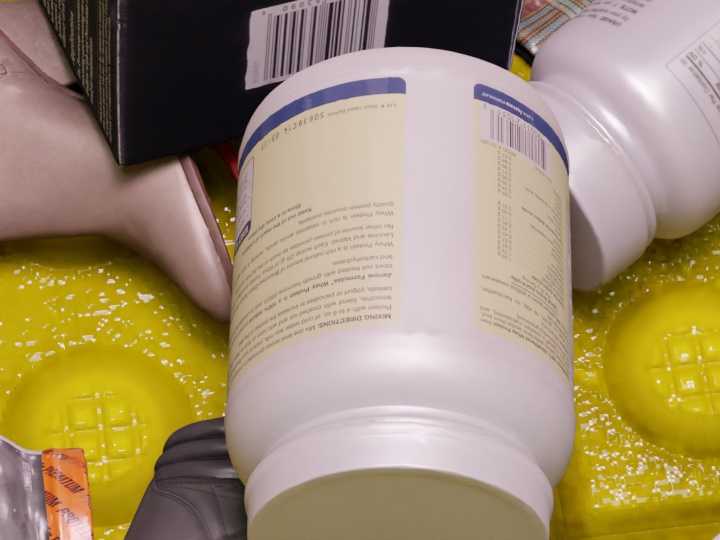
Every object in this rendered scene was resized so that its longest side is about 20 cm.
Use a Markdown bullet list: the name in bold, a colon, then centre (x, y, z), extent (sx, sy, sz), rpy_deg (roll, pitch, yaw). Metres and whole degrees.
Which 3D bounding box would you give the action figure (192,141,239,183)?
- **action figure**: centre (0.000, 0.000, 1.354), extent (0.065, 0.052, 0.200), rpy_deg (-34, 74, -12)

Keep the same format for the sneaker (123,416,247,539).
- **sneaker**: centre (-0.006, 0.116, 1.285), extent (0.199, 0.071, 0.100), rpy_deg (10, 60, -1)

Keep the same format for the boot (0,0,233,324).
- **boot**: centre (-0.151, -0.039, 1.357), extent (0.145, 0.070, 0.201), rpy_deg (-21, 62, -9)

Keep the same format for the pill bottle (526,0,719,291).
- **pill bottle**: centre (0.151, -0.087, 1.367), extent (0.200, 0.114, 0.113), rpy_deg (-38, 72, -19)

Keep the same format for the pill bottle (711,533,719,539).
- **pill bottle**: centre (0.204, 0.204, 1.229), extent (0.116, 0.116, 0.200), rpy_deg (-39, 72, -19)

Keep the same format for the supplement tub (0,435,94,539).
- **supplement tub**: centre (-0.209, 0.133, 1.237), extent (0.199, 0.123, 0.123), rpy_deg (-7, 65, -6)

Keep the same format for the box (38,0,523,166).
- **box**: centre (-0.051, -0.175, 1.350), extent (0.199, 0.124, 0.197), rpy_deg (-15, 52, -17)

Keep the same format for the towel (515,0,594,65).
- **towel**: centre (0.109, -0.206, 1.474), extent (0.147, 0.022, 0.200), rpy_deg (42, 70, 17)

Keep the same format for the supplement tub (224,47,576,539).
- **supplement tub**: centre (0.017, 0.025, 1.226), extent (0.144, 0.145, 0.201), rpy_deg (3, 57, -2)
